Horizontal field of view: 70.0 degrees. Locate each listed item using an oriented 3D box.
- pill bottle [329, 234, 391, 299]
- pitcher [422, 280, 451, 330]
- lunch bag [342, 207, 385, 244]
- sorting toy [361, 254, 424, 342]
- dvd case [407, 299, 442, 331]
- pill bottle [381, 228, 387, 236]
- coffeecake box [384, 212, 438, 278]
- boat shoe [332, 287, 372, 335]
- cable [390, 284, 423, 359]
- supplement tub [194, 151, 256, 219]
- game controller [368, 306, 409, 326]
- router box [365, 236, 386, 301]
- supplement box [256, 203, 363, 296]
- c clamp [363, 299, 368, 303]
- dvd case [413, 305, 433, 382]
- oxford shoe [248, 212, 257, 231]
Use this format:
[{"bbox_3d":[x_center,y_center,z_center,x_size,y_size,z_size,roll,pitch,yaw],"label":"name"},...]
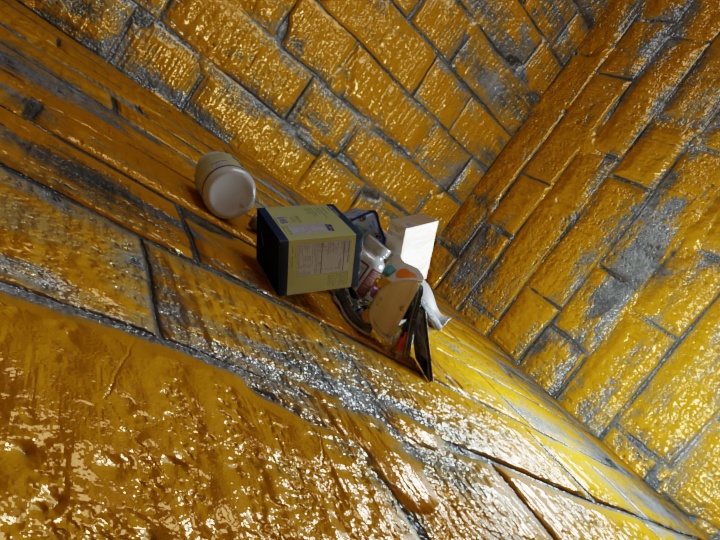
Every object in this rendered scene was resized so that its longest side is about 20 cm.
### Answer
[{"bbox_3d":[0.000,0.000,1.514,0.112,0.201,0.112,36,7,-5],"label":"pill bottle"},{"bbox_3d":[0.180,0.121,1.704,0.201,0.171,0.121,52,43,4],"label":"pitcher"},{"bbox_3d":[-0.052,-0.119,1.606,0.170,0.198,0.125,22,-46,69],"label":"lunch bag"},{"bbox_3d":[0.072,0.046,1.341,0.106,0.202,0.181,20,28,-10],"label":"sorting toy"},{"bbox_3d":[0.142,0.108,1.564,0.199,0.025,0.151,20,-23,46],"label":"dvd case"},{"bbox_3d":[0.031,-0.042,1.733,0.111,0.200,0.111,42,5,-5],"label":"pill bottle"},{"bbox_3d":[0.148,-0.060,1.578,0.152,0.203,0.073,-17,36,-41],"label":"coffeecake box"},{"bbox_3d":[-0.013,0.100,1.382,0.071,0.060,0.200,32,10,-35],"label":"boat shoe"},{"bbox_3d":[0.118,0.134,1.308,0.050,0.203,0.097,8,25,-7],"label":"cable"},{"bbox_3d":[-0.382,-0.244,1.433,0.144,0.146,0.200,31,10,-38],"label":"supplement tub"},{"bbox_3d":[0.070,0.132,1.501,0.104,0.043,0.199,21,13,40],"label":"game controller"},{"bbox_3d":[0.071,0.007,1.672,0.049,0.201,0.179,39,7,30],"label":"router box"},{"bbox_3d":[-0.124,-0.056,1.207,0.197,0.136,0.200,-6,30,-25],"label":"supplement box"},{"bbox_3d":[-0.042,0.044,1.719,0.170,0.027,0.200,34,9,-22],"label":"c clamp"},{"bbox_3d":[0.160,0.177,1.386,0.016,0.203,0.149,-10,17,-6],"label":"dvd case"},{"bbox_3d":[-0.270,-0.130,1.565,0.075,0.071,0.200,44,10,15],"label":"oxford shoe"}]
